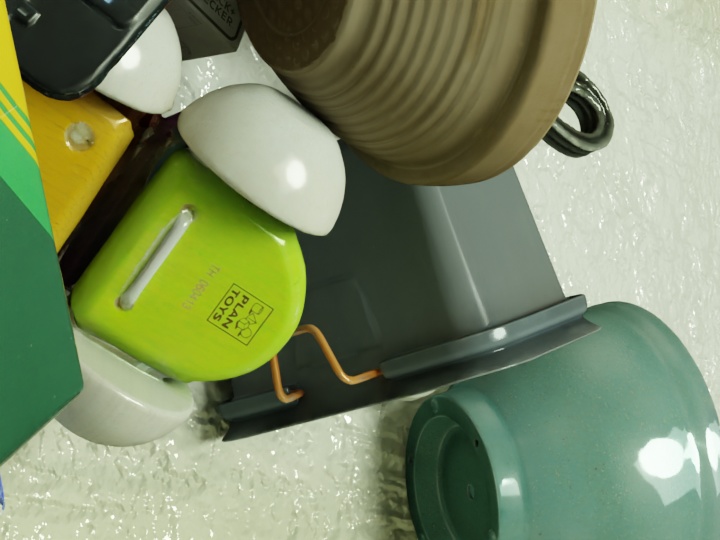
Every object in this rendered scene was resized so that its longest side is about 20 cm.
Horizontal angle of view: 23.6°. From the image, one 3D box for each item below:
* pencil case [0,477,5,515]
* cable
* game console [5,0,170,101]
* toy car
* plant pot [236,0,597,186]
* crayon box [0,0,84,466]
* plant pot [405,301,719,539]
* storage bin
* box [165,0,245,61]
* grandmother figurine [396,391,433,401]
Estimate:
[{"bbox_3d":[-0.222,0.128,0.687,0.200,0.086,0.078,-49,148,-41],"label":"pencil case"},{"bbox_3d":[0.067,-0.121,0.901,0.200,0.050,0.097,40,46,-20],"label":"cable"},{"bbox_3d":[-0.118,-0.199,0.659,0.172,0.119,0.200,38,80,4],"label":"game console"},{"bbox_3d":[-0.113,-0.034,0.791,0.200,0.150,0.175,34,101,-11],"label":"toy car"},{"bbox_3d":[0.006,-0.136,0.760,0.092,0.200,0.202,-4,90,-33],"label":"plant pot"},{"bbox_3d":[-0.202,-0.038,0.600,0.058,0.199,0.173,-45,139,-44],"label":"crayon box"},{"bbox_3d":[0.110,0.126,1.044,0.133,0.200,0.202,-7,92,-26],"label":"plant pot"},{"bbox_3d":[0.000,0.000,0.906,0.145,0.199,0.135,-17,89,-52],"label":"storage bin"},{"bbox_3d":[-0.084,-0.213,0.826,0.117,0.060,0.201,40,57,-42],"label":"box"},{"bbox_3d":[0.030,-0.012,1.000,0.060,0.121,0.201,-9,118,-23],"label":"grandmother figurine"}]
